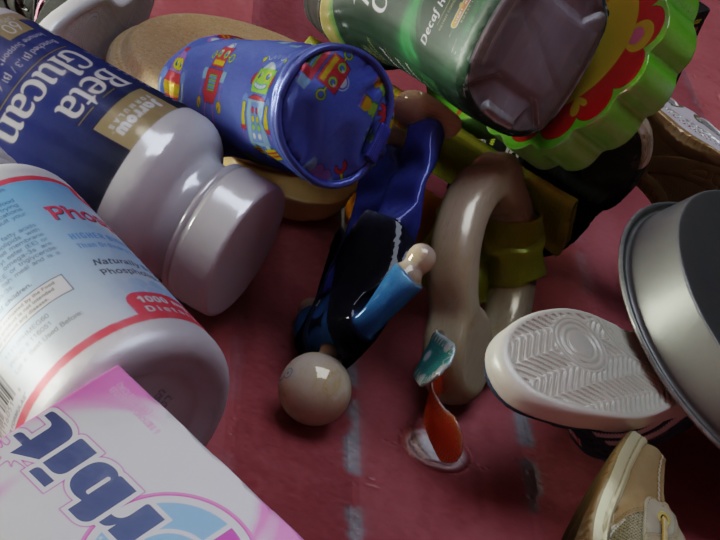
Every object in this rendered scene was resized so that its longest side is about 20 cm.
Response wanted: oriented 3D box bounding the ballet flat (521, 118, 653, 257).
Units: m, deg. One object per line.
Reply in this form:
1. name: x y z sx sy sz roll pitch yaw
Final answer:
1. ballet flat: 0.138 -0.063 1.162 0.057 0.200 0.067 -39 86 -23

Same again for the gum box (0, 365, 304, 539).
1. gum box: -0.087 0.137 0.738 0.113 0.066 0.200 -32 56 -31

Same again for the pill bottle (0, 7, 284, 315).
1. pill bottle: -0.147 -0.057 1.023 0.200 0.111 0.111 29 29 13

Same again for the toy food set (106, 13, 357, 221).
1. toy food set: -0.076 -0.113 1.236 0.200 0.049 0.198 25 28 6

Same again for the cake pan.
1. cake pan: 0.233 0.035 1.047 0.200 0.037 0.201 27 42 -26

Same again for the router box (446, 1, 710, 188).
1. router box: 0.158 -0.125 1.311 0.062 0.150 0.200 34 30 24

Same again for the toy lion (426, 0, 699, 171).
1. toy lion: 0.117 -0.139 1.107 0.069 0.200 0.192 32 51 -34

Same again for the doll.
1. doll: 0.000 0.000 1.018 0.048 0.136 0.200 31 57 -20

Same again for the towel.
1. towel: 0.047 -0.078 1.148 0.200 0.018 0.086 33 -12 12

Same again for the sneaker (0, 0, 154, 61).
1. sneaker: -0.214 -0.177 1.235 0.099 0.071 0.200 22 22 4

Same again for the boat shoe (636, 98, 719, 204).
1. boat shoe: 0.220 -0.064 1.186 0.200 0.071 0.069 47 32 13

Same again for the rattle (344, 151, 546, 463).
1. rattle: 0.023 0.018 1.061 0.142 0.130 0.200 17 53 13

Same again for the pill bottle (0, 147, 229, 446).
1. pill bottle: -0.160 0.018 0.888 0.109 0.109 0.200 -8 40 -42

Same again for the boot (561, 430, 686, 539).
1. boot: 0.172 0.170 0.891 0.155 0.073 0.200 23 30 2

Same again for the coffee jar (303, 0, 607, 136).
1. coffee jar: 0.049 -0.157 1.085 0.085 0.104 0.200 29 3 -37

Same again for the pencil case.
1. pencil case: -0.050 -0.095 1.059 0.087 0.078 0.200 26 -3 -26

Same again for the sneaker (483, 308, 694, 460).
1. sneaker: 0.129 0.072 1.012 0.200 0.085 0.075 5 53 -43
